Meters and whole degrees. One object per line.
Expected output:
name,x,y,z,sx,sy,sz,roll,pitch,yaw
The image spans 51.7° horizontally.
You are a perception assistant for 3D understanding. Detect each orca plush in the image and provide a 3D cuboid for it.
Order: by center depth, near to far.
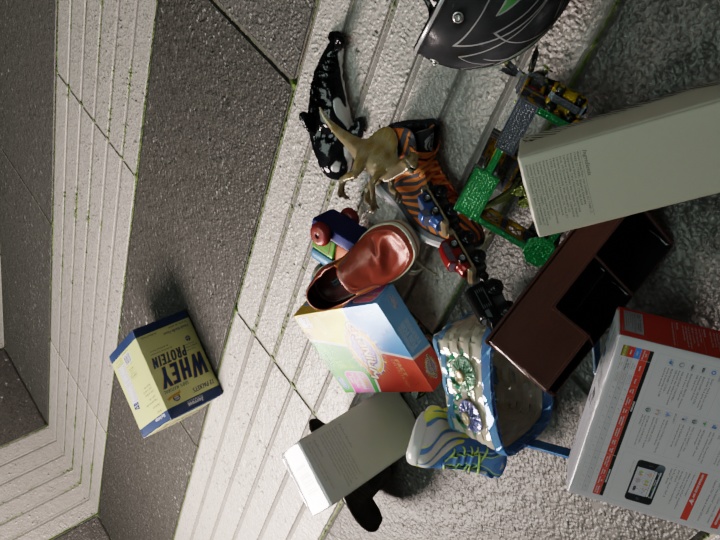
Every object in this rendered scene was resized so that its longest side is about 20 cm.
orca plush,-0.049,-0.220,1.029,0.105,0.070,0.204,37,131,33

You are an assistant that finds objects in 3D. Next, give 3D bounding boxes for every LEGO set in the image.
LEGO set,0.191,-0.120,0.789,0.150,0.117,0.203,22,129,8

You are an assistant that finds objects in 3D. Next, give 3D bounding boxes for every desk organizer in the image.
desk organizer,0.218,0.021,0.736,0.077,0.072,0.202,39,94,25

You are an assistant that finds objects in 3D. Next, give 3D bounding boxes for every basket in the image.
basket,0.188,0.127,0.852,0.196,0.138,0.181,-3,104,40

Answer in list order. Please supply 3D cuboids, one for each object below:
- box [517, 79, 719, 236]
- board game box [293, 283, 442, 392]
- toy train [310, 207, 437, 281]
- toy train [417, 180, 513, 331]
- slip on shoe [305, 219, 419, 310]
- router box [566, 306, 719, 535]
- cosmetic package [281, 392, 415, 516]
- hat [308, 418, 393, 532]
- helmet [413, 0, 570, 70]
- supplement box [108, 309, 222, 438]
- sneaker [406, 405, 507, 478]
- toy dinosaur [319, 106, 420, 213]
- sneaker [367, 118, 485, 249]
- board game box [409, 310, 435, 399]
box,0.244,-0.100,0.660,0.195,0.069,0.084,-13,110,19
board game box,0.009,0.102,1.056,0.198,0.040,0.155,-12,117,51
toy train,0.011,0.007,1.046,0.198,0.084,0.118,32,127,25
toy train,0.111,-0.018,0.828,0.034,0.045,0.203,70,175,-62
slip on shoe,0.000,0.000,0.955,0.198,0.061,0.075,-30,101,40
router box,0.311,0.153,0.723,0.175,0.049,0.205,14,121,11
cosmetic package,-0.008,0.259,1.094,0.103,0.197,0.074,59,140,11
hat,0.000,0.306,1.192,0.203,0.080,0.201,56,-175,-7
helmet,0.117,-0.297,0.701,0.198,0.199,0.194,-23,98,51
supplement box,-0.432,0.230,1.637,0.199,0.132,0.204,-35,80,51
sneaker,0.132,0.220,0.943,0.103,0.199,0.078,17,94,25
toy dinosaur,0.011,-0.134,0.935,0.199,0.057,0.104,33,109,43
sneaker,0.083,-0.114,0.915,0.199,0.077,0.114,41,135,30
board game box,0.040,0.084,1.102,0.200,0.023,0.106,46,134,27
